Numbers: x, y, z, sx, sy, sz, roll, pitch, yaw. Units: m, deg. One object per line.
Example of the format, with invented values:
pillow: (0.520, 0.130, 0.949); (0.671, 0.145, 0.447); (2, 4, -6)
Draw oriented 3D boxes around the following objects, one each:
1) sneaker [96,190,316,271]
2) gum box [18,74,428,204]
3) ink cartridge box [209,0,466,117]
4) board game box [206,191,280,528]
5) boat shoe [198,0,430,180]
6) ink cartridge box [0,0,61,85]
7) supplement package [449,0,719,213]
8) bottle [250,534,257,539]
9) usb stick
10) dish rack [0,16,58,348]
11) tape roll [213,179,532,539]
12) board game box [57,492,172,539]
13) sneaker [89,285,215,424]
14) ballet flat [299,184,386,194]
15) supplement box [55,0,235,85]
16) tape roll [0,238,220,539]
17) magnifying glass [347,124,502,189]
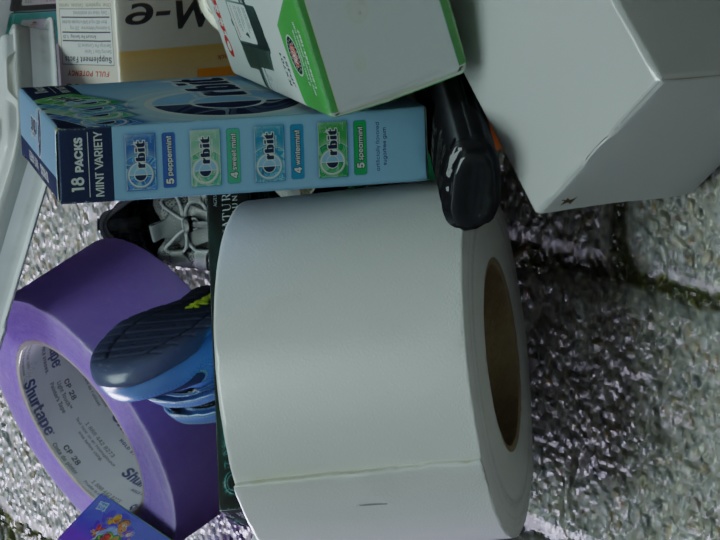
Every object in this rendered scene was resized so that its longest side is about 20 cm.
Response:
sneaker: (-0.096, -0.024, 1.696); (0.200, 0.082, 0.075); (-5, 93, 53)
gum box: (-0.080, -0.077, 1.440); (0.170, 0.199, 0.045); (-140, 46, -72)
ink cartridge box: (-0.029, -0.173, 1.401); (0.200, 0.083, 0.147); (-150, 40, -70)
board game box: (-0.057, 0.051, 1.520); (0.028, 0.135, 0.201); (-6, 75, 12)
boat shoe: (-0.010, -0.127, 1.575); (0.200, 0.059, 0.072); (39, 115, 17)
ink cartridge box: (-0.252, -0.202, 1.766); (0.146, 0.199, 0.147); (45, 130, 35)
supplement package: (0.122, -0.148, 1.358); (0.121, 0.119, 0.201); (-48, 60, 45)
bottle: (0.025, 0.196, 1.553); (0.199, 0.065, 0.084); (17, 106, 29)
usb stick: (0.051, -0.084, 1.411); (0.200, 0.032, 0.056); (-98, 12, -64)
dish rack: (-0.238, -0.052, 1.684); (0.172, 0.043, 0.201); (-102, 28, -55)
tape roll: (0.012, 0.053, 1.445); (0.138, 0.203, 0.204); (-6, 93, 12)
board game box: (-0.097, 0.242, 1.695); (0.200, 0.045, 0.135); (30, 154, 30)
sneaker: (-0.094, 0.058, 1.582); (0.074, 0.200, 0.083); (-1, 100, 26)
ballet flat: (0.000, 0.000, 1.591); (0.067, 0.046, 0.201); (-11, 90, 26)
supplement box: (-0.127, -0.198, 1.667); (0.073, 0.126, 0.201); (7, 103, 50)
tape roll: (-0.156, 0.085, 1.739); (0.200, 0.085, 0.201); (37, 146, 31)
magnifying glass: (0.061, -0.066, 1.510); (0.080, 0.022, 0.200); (41, 128, -4)
